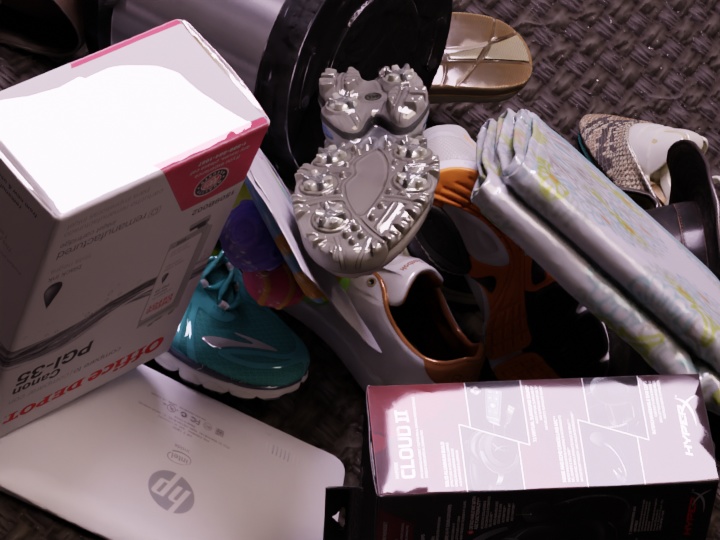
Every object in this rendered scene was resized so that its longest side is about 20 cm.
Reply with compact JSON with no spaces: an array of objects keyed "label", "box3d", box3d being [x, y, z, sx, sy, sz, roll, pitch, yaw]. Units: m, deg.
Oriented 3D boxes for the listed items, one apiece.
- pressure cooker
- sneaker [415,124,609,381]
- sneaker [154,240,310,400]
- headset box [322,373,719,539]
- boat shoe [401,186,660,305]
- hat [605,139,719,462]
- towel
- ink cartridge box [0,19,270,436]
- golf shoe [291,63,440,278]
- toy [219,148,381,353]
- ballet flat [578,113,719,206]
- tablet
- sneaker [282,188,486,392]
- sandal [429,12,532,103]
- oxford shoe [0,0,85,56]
[{"label":"pressure cooker","box3d":[-0.069,-0.161,1.760,0.199,0.177,0.178,27,39,29]},{"label":"sneaker","box3d":[0.091,-0.008,1.788,0.092,0.075,0.200,-95,159,-54]},{"label":"sneaker","box3d":[-0.103,-0.007,1.679,0.200,0.080,0.077,45,38,7]},{"label":"headset box","box3d":[0.080,0.131,1.587,0.199,0.149,0.078,-2,49,-4]},{"label":"boat shoe","box3d":[0.107,-0.027,1.873,0.199,0.065,0.073,-10,58,-43]},{"label":"hat","box3d":[0.181,0.024,1.827,0.080,0.201,0.201,-9,52,-5]},{"label":"towel","box3d":[0.142,-0.003,1.651,0.200,0.048,0.171,41,13,-6]},{"label":"ink cartridge box","box3d":[-0.147,-0.017,1.538,0.146,0.200,0.083,-27,66,-37]},{"label":"golf shoe","box3d":[0.008,-0.032,1.615,0.078,0.098,0.200,1,28,7]},{"label":"toy","box3d":[-0.048,-0.014,1.625,0.115,0.047,0.200,61,6,17]},{"label":"ballet flat","box3d":[0.215,-0.044,1.967,0.068,0.075,0.201,-2,53,-38]},{"label":"tablet","box3d":[-0.102,0.108,1.620,0.199,0.014,0.130,26,40,-14]},{"label":"sneaker","box3d":[0.000,0.000,1.750,0.200,0.085,0.073,45,41,10]},{"label":"sandal","box3d":[0.009,-0.134,1.905,0.199,0.054,0.081,7,59,-8]},{"label":"oxford shoe","box3d":[-0.243,-0.180,1.749,0.199,0.073,0.085,17,45,-24]}]
